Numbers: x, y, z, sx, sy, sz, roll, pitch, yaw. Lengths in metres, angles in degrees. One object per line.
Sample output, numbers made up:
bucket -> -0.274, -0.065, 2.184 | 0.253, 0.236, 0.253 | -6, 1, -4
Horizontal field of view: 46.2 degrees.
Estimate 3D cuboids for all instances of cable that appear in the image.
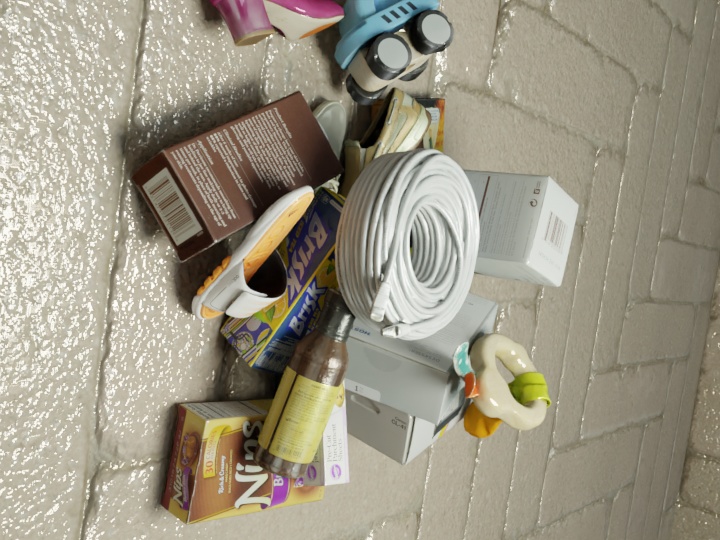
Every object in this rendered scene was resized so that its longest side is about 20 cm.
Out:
cable -> 0.055, -0.027, 0.892 | 0.200, 0.069, 0.201 | 11, 84, -54

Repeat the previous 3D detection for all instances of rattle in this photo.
rattle -> 0.130, 0.149, 1.020 | 0.200, 0.143, 0.131 | -5, 81, -53

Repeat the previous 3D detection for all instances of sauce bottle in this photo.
sauce bottle -> -0.051, 0.118, 0.895 | 0.065, 0.065, 0.200 | 17, 97, -54

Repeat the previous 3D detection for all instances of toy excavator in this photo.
toy excavator -> 0.030, -0.328, 0.994 | 0.194, 0.100, 0.200 | -33, 92, -21

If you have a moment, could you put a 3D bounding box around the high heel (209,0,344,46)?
high heel -> -0.089, -0.294, 0.893 | 0.200, 0.067, 0.096 | -30, 100, -49

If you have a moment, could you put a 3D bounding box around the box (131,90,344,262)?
box -> -0.119, -0.099, 0.854 | 0.200, 0.075, 0.100 | -34, 97, -42

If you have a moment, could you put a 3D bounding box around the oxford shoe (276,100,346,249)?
oxford shoe -> -0.049, -0.104, 0.988 | 0.075, 0.058, 0.201 | 34, 70, -50

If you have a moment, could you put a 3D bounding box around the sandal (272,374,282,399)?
sandal -> -0.080, 0.107, 1.025 | 0.076, 0.043, 0.201 | 3, 107, -47

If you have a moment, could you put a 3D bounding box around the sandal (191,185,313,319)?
sandal -> -0.100, 0.001, 0.850 | 0.207, 0.059, 0.079 | -47, 169, 36

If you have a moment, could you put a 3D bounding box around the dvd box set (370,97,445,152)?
dvd box set -> 0.064, -0.134, 1.157 | 0.146, 0.029, 0.201 | -14, 110, -52

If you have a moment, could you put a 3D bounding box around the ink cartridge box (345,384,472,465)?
ink cartridge box -> 0.063, 0.154, 1.129 | 0.200, 0.147, 0.086 | -27, 131, -47

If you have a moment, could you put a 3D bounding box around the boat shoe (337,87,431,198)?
boat shoe -> 0.005, -0.135, 1.044 | 0.076, 0.072, 0.200 | 36, 79, -30

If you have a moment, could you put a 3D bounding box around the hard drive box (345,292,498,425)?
hard drive box -> 0.068, 0.088, 1.077 | 0.200, 0.156, 0.077 | -41, 145, -55

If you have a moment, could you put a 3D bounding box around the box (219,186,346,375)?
box -> -0.063, 0.013, 0.924 | 0.200, 0.070, 0.064 | -54, 143, 8

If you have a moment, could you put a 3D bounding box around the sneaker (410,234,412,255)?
sneaker -> 0.065, -0.059, 1.054 | 0.082, 0.074, 0.200 | 56, 36, -41

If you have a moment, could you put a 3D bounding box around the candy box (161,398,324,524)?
candy box -> -0.118, 0.209, 0.953 | 0.200, 0.056, 0.117 | 5, 99, -45

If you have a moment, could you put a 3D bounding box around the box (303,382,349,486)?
box -> -0.043, 0.140, 0.955 | 0.041, 0.039, 0.201 | 8, 75, -44

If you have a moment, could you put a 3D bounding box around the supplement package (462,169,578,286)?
supplement package -> 0.163, -0.059, 1.111 | 0.117, 0.200, 0.118 | 24, 78, -53
